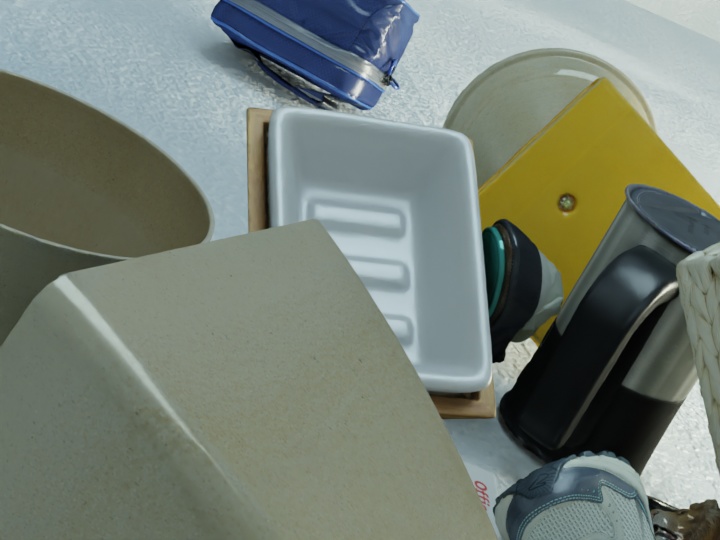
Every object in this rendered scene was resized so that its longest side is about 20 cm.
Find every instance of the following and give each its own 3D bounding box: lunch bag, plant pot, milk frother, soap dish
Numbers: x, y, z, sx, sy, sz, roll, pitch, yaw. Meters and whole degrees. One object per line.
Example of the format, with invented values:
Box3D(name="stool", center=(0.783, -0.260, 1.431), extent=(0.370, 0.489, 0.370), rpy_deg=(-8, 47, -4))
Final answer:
Box3D(name="lunch bag", center=(-0.042, -0.240, 1.553), extent=(0.199, 0.133, 0.136), rpy_deg=(31, 6, 11))
Box3D(name="plant pot", center=(-0.195, -0.006, 0.820), extent=(0.200, 0.135, 0.200), rpy_deg=(25, 21, -10))
Box3D(name="plant pot", center=(0.167, -0.070, 1.300), extent=(0.200, 0.201, 0.184), rpy_deg=(25, 18, -8))
Box3D(name="milk frother", center=(0.220, 0.078, 1.059), extent=(0.199, 0.189, 0.181), rpy_deg=(29, 22, 4))
Box3D(name="soap dish", center=(0.000, 0.000, 0.987), extent=(0.157, 0.081, 0.201), rpy_deg=(6, 63, -18))
Box3D(name="plant pot", center=(-0.060, 0.120, 0.639), extent=(0.177, 0.200, 0.200), rpy_deg=(46, 25, 15))

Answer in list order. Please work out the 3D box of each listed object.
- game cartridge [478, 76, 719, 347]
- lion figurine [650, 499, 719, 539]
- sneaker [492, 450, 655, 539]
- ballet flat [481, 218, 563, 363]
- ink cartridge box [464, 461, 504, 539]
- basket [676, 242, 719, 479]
Box3D(name="game cartridge", center=(0.186, -0.016, 1.184), extent=(0.200, 0.176, 0.032), rpy_deg=(48, -3, -7))
Box3D(name="lion figurine", center=(0.250, 0.167, 0.894), extent=(0.073, 0.199, 0.123), rpy_deg=(54, 41, -16))
Box3D(name="sneaker", center=(0.136, 0.170, 0.808), extent=(0.200, 0.077, 0.087), rpy_deg=(54, 11, -42))
Box3D(name="ballet flat", center=(0.101, 0.019, 1.067), extent=(0.073, 0.200, 0.073), rpy_deg=(4, 66, -9))
Box3D(name="ink cartridge box", center=(0.012, 0.140, 0.830), extent=(0.199, 0.067, 0.116), rpy_deg=(24, 21, -11))
Box3D(name="basket", center=(0.294, 0.062, 0.964), extent=(0.135, 0.201, 0.123), rpy_deg=(-19, 10, -38))
